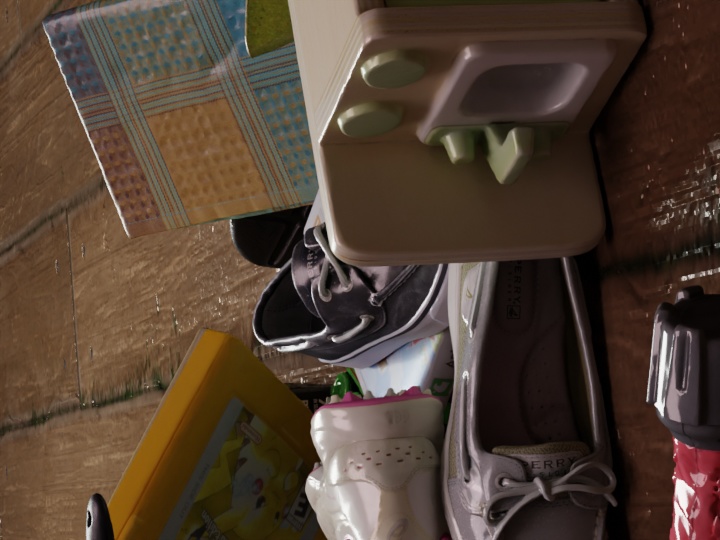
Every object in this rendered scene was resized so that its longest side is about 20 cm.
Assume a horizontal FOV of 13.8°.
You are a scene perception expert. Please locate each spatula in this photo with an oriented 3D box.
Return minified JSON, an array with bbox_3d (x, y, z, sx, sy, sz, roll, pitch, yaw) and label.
[{"bbox_3d":[-0.139,0.212,1.583,0.057,0.020,0.201,-139,49,-64],"label":"spatula"}]

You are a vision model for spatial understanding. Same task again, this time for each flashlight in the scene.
[{"bbox_3d":[0.130,0.110,1.155,0.068,0.068,0.201,-124,33,-65],"label":"flashlight"}]

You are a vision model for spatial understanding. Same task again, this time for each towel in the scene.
[{"bbox_3d":[-0.079,-0.099,1.698,0.199,0.022,0.147,-11,106,36],"label":"towel"}]

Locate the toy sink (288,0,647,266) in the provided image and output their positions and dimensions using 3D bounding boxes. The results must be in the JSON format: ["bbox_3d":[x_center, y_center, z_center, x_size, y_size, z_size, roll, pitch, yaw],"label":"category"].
[{"bbox_3d":[0.045,-0.117,1.312,0.112,0.130,0.201,118,146,-63],"label":"toy sink"}]

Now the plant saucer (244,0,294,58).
[{"bbox_3d":[0.005,-0.222,1.458,0.200,0.048,0.200,-48,-34,-58],"label":"plant saucer"}]

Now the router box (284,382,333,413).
[{"bbox_3d":[-0.053,0.174,1.890,0.150,0.062,0.201,163,103,-74],"label":"router box"}]

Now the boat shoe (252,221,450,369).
[{"bbox_3d":[0.000,0.000,1.487,0.200,0.068,0.072,145,127,-63],"label":"boat shoe"}]

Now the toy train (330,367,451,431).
[{"bbox_3d":[0.026,0.083,1.614,0.200,0.042,0.057,-125,44,-64],"label":"toy train"}]

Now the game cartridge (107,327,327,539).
[{"bbox_3d":[-0.084,0.160,1.695,0.176,0.032,0.201,47,-118,-49],"label":"game cartridge"}]

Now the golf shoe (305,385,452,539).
[{"bbox_3d":[0.013,0.125,1.435,0.200,0.075,0.092,75,-175,-68],"label":"golf shoe"}]

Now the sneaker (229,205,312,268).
[{"bbox_3d":[-0.032,-0.106,1.760,0.116,0.075,0.201,-99,21,-55],"label":"sneaker"}]

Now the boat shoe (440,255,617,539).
[{"bbox_3d":[0.076,0.063,1.348,0.065,0.074,0.203,114,156,-70],"label":"boat shoe"}]

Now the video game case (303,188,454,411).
[{"bbox_3d":[0.025,-0.030,1.554,0.200,0.022,0.183,-112,34,-48],"label":"video game case"}]
